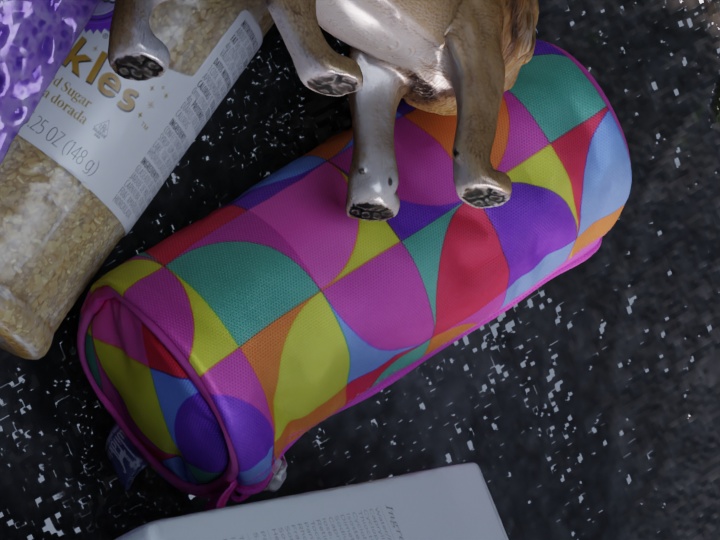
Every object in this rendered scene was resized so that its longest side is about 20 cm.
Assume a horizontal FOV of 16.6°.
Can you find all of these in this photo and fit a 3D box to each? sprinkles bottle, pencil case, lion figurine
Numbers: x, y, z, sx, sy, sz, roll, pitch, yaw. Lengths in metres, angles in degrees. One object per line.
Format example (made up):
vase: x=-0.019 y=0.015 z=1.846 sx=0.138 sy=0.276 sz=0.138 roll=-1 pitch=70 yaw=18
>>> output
sprinkles bottle: x=-0.071 y=-0.070 z=0.783 sx=0.068 sy=0.068 sz=0.201 roll=39 pitch=78 yaw=-24
pencil case: x=0.000 y=0.000 z=0.800 sx=0.200 sy=0.088 sz=0.089 roll=-35 pitch=109 yaw=-30
lion figurine: x=-0.004 y=-0.091 z=0.724 sx=0.200 sy=0.072 sz=0.123 roll=38 pitch=49 yaw=-55

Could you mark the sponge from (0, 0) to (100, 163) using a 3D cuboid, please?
sponge: x=-0.116 y=-0.074 z=0.735 sx=0.030 sy=0.111 sz=0.201 roll=35 pitch=79 yaw=-27

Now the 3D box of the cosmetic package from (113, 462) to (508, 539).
cosmetic package: x=-0.033 y=0.115 z=0.741 sx=0.200 sy=0.101 sz=0.074 roll=-1 pitch=65 yaw=-60
